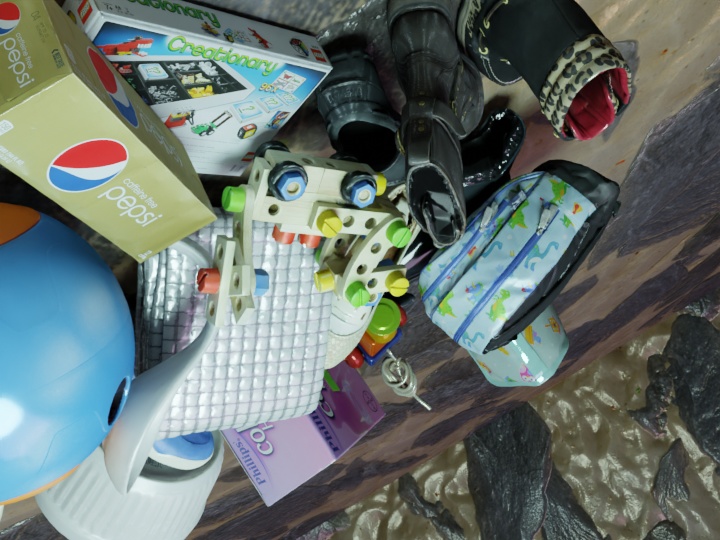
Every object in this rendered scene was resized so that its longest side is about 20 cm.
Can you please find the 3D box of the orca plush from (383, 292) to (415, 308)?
[{"bbox_3d":[0.036,-0.014,1.010,0.198,0.106,0.072,-25,128,-7],"label":"orca plush"}]

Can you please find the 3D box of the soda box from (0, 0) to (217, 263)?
[{"bbox_3d":[-0.155,-0.075,0.511,0.063,0.068,0.200,-29,159,2],"label":"soda box"}]

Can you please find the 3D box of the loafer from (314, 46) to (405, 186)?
[{"bbox_3d":[0.006,-0.109,0.732,0.067,0.071,0.201,-13,161,10],"label":"loafer"}]

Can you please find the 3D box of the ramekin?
[{"bbox_3d":[-0.240,0.192,0.938,0.199,0.201,0.105,-3,138,-50],"label":"ramekin"}]

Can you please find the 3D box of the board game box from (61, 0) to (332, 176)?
[{"bbox_3d":[-0.126,-0.120,0.592,0.126,0.035,0.199,-42,156,31],"label":"board game box"}]

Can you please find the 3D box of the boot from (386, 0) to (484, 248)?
[{"bbox_3d":[0.058,-0.099,0.675,0.068,0.177,0.200,-9,156,16],"label":"boot"}]

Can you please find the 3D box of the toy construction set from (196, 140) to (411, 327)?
[{"bbox_3d":[-0.042,-0.024,0.674,0.198,0.092,0.133,-7,127,-44],"label":"toy construction set"}]

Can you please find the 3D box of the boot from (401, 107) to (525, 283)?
[{"bbox_3d":[0.083,-0.075,0.914,0.199,0.077,0.168,-36,163,-5],"label":"boot"}]

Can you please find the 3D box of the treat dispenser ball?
[{"bbox_3d":[-0.253,0.055,0.585,0.199,0.203,0.201,-26,159,-11],"label":"treat dispenser ball"}]

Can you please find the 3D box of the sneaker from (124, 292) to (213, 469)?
[{"bbox_3d":[-0.188,0.106,0.848,0.111,0.200,0.077,-33,-157,18],"label":"sneaker"}]

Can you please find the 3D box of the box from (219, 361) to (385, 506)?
[{"bbox_3d":[-0.079,0.134,0.977,0.096,0.177,0.200,-36,174,17],"label":"box"}]

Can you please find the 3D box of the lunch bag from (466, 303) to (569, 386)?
[{"bbox_3d":[0.164,0.041,1.064,0.121,0.171,0.200,-34,-169,14],"label":"lunch bag"}]

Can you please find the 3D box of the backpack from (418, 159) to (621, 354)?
[{"bbox_3d":[0.151,-0.009,0.883,0.202,0.152,0.163,-63,176,-9],"label":"backpack"}]

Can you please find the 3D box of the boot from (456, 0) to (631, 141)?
[{"bbox_3d":[0.141,-0.166,0.684,0.072,0.152,0.200,-28,160,-3],"label":"boot"}]

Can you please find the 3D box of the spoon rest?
[{"bbox_3d":[-0.148,0.075,0.671,0.099,0.060,0.203,-103,-151,-85],"label":"spoon rest"}]

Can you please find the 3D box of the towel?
[{"bbox_3d":[-0.115,0.036,0.771,0.163,0.085,0.203,-3,108,-27],"label":"towel"}]

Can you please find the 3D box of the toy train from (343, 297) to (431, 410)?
[{"bbox_3d":[0.020,0.061,0.912,0.084,0.200,0.116,-41,175,-15],"label":"toy train"}]

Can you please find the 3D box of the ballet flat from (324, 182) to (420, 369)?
[{"bbox_3d":[0.000,0.000,0.829,0.202,0.067,0.062,-62,-178,-6],"label":"ballet flat"}]

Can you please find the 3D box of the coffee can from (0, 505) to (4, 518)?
[{"bbox_3d":[-0.421,0.180,0.723,0.199,0.148,0.146,-3,147,-50],"label":"coffee can"}]
